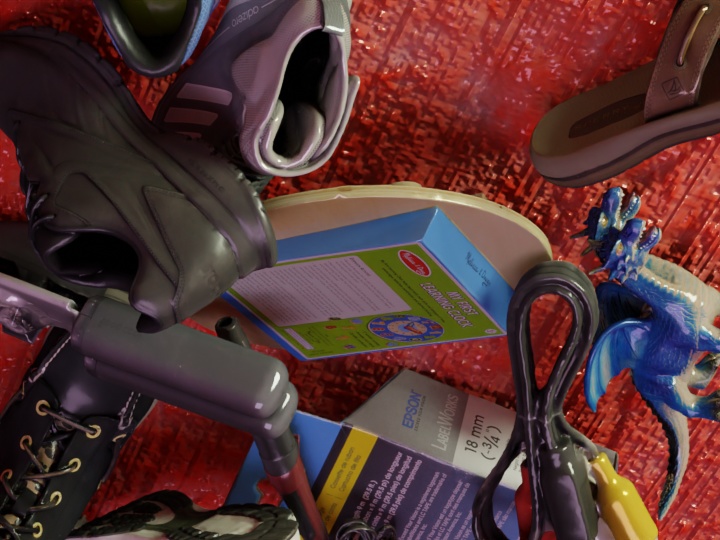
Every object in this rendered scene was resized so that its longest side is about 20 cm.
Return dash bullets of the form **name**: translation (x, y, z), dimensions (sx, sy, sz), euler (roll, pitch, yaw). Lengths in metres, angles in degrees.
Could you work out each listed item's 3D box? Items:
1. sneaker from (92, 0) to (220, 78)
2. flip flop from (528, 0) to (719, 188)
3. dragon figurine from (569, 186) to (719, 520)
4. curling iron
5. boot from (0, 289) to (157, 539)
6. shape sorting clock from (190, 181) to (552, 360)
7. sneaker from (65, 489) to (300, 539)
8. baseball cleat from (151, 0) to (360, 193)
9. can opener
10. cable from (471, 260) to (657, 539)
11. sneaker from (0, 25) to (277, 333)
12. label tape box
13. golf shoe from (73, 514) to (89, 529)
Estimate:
- **sneaker**: translation (-0.096, -0.170, 1.049), dimensions (0.078, 0.089, 0.201), euler (-4, 135, 8)
- **flip flop**: translation (0.156, -0.103, 1.111), dimensions (0.199, 0.081, 0.058), euler (-24, 114, 34)
- **dragon figurine**: translation (0.149, 0.041, 1.257), dimensions (0.099, 0.059, 0.201), euler (9, 132, -2)
- **curling iron**: translation (-0.032, 0.100, 1.282), dimensions (0.049, 0.026, 0.200), euler (-22, 121, 10)
- **boot**: translation (-0.177, 0.116, 1.295), dimensions (0.073, 0.154, 0.204), euler (30, 133, -6)
- **shape sorting clock**: translation (0.000, 0.000, 1.219), dimensions (0.199, 0.039, 0.200), euler (1, 158, 1)
- **sneaker**: translation (-0.103, 0.179, 1.332), dimensions (0.200, 0.077, 0.089), euler (2, 107, 53)
- **baseball cleat**: translation (-0.056, -0.067, 1.135), dimensions (0.069, 0.107, 0.200), euler (8, 139, -17)
- **can opener**: translation (-0.119, 0.022, 1.221), dimensions (0.199, 0.067, 0.053), euler (19, 158, 19)
- **cable**: translation (0.098, 0.082, 1.246), dimensions (0.097, 0.050, 0.201), euler (-2, 114, 24)
- **sneaker**: translation (-0.132, -0.045, 1.124), dimensions (0.200, 0.091, 0.076), euler (36, 157, 32)
- **label tape box**: translation (0.028, 0.131, 1.355), dimensions (0.199, 0.063, 0.145), euler (21, 134, -5)
- **golf shoe**: translation (-0.253, 0.196, 1.430), dimensions (0.199, 0.098, 0.079), euler (-10, 132, 13)
